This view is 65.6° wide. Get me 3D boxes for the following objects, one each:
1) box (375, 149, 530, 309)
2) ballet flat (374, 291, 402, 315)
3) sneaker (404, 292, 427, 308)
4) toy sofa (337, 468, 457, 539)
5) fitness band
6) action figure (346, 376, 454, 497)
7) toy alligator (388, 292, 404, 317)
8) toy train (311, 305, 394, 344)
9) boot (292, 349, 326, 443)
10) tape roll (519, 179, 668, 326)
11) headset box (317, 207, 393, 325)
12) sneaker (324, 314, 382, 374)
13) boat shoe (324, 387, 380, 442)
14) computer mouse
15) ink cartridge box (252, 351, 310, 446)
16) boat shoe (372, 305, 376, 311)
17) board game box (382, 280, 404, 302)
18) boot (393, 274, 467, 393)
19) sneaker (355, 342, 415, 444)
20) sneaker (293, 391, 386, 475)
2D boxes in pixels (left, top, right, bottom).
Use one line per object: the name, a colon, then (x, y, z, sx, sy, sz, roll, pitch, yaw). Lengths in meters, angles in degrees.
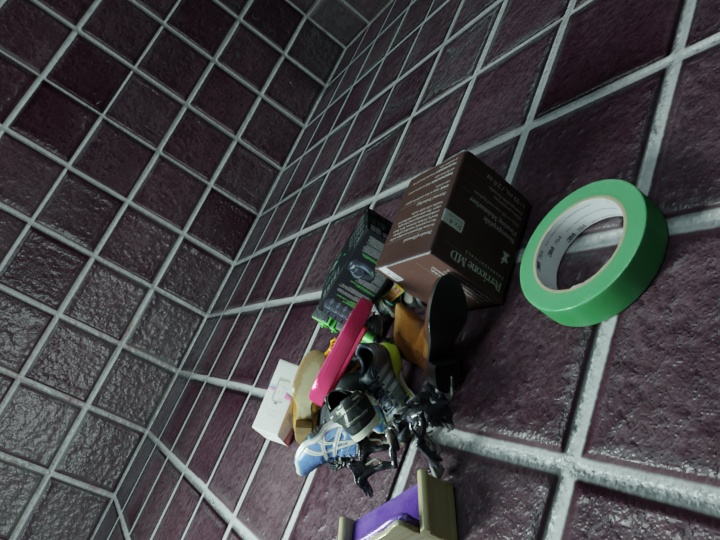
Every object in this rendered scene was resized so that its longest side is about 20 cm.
box: (0.159, -0.059, 0.960, 0.164, 0.165, 0.202, -18, 45, 58)
ballet flat: (0.063, 0.017, 1.213, 0.072, 0.072, 0.202, -38, 28, 41)
sneaker: (0.131, -0.020, 1.088, 0.079, 0.074, 0.202, -13, 49, 54)
toy sofa: (0.035, 0.357, 0.780, 0.200, 0.097, 0.083, -45, 25, 34)
fitness band: (-0.032, 0.142, 0.983, 0.202, 0.037, 0.144, -63, -7, 0)
action figure: (0.078, 0.244, 0.824, 0.199, 0.102, 0.119, -39, 13, 17)
toy alligator: (0.104, 0.003, 1.145, 0.054, 0.059, 0.202, -30, 35, 50)
toy train: (-0.017, 0.121, 1.137, 0.198, 0.056, 0.042, 21, 77, 33)
boot: (-0.110, 0.253, 1.188, 0.144, 0.070, 0.205, -122, 42, -83)
tape roll: (0.306, -0.025, 0.754, 0.201, 0.048, 0.202, -47, 24, 28)
headset box: (0.000, 0.000, 1.108, 0.201, 0.092, 0.174, -57, 9, 16)
sneaker: (-0.026, 0.166, 1.194, 0.200, 0.077, 0.079, -50, 21, 17)
boat shoe: (-0.024, 0.213, 0.901, 0.072, 0.068, 0.200, -46, 7, -11)
computer mouse: (-0.050, 0.290, 1.116, 0.138, 0.052, 0.202, -25, 40, 56)
ink cartridge box: (-0.167, 0.286, 1.285, 0.117, 0.067, 0.202, 78, -150, -62)
boat shoe: (0.040, -0.007, 1.283, 0.072, 0.070, 0.202, -26, 38, 54)
board game box: (0.098, -0.042, 1.091, 0.202, 0.030, 0.096, -65, 7, -24)
boot: (0.111, 0.085, 0.947, 0.200, 0.067, 0.191, -146, 47, -70)
sneaker: (0.039, 0.205, 0.959, 0.074, 0.080, 0.201, -54, 37, 27)
sneaker: (-0.039, 0.307, 0.997, 0.200, 0.076, 0.077, -43, 65, 11)
